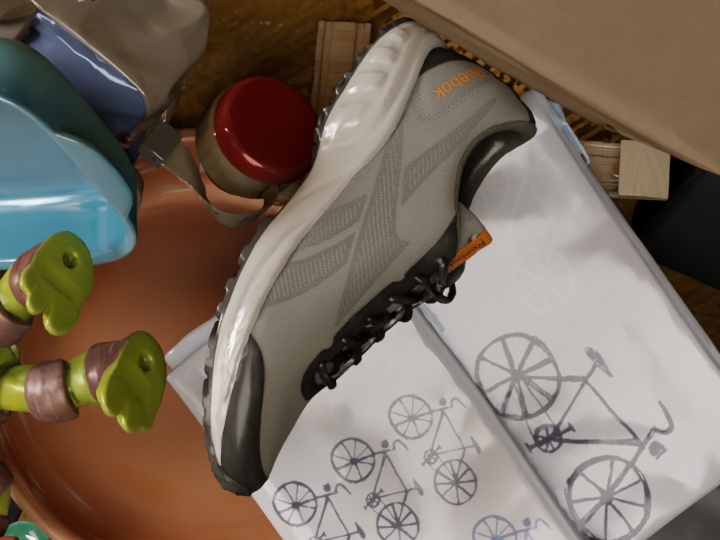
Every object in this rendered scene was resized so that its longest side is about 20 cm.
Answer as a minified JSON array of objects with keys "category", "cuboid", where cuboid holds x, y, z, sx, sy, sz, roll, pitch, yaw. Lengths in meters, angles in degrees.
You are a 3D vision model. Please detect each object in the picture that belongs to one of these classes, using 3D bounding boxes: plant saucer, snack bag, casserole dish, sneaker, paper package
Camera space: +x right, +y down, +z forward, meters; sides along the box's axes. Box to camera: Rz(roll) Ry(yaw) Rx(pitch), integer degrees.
[{"category":"plant saucer","cuboid":[-0.068,0.040,1.075,0.199,0.037,0.202,1,76,-6]},{"category":"snack bag","cuboid":[0.050,0.055,1.031,0.200,0.021,0.189,-35,91,1]},{"category":"casserole dish","cuboid":[-0.172,-0.046,0.964,0.199,0.039,0.121,-2,146,28]},{"category":"sneaker","cuboid":[0.000,0.000,0.980,0.079,0.074,0.201,27,81,11]},{"category":"paper package","cuboid":[0.097,-0.168,0.946,0.190,0.103,0.201,27,92,-22]}]

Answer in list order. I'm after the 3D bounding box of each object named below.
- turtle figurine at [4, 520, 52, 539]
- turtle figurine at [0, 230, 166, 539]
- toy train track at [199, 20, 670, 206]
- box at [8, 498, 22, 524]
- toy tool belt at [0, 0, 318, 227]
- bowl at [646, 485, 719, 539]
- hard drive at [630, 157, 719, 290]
[{"category":"turtle figurine","cuboid":[-0.101,0.174,1.134,0.149,0.200,0.101,16,75,21]},{"category":"turtle figurine","cuboid":[-0.153,0.050,1.001,0.161,0.064,0.201,-17,103,35]},{"category":"toy train track","cuboid":[0.030,-0.047,1.050,0.198,0.033,0.116,3,86,5]},{"category":"box","cuboid":[-0.238,0.117,1.141,0.140,0.079,0.201,23,113,-12]},{"category":"toy tool belt","cuboid":[-0.119,-0.083,1.036,0.200,0.125,0.123,38,145,-8]},{"category":"bowl","cuboid":[0.109,0.188,1.129,0.200,0.090,0.202,9,118,16]},{"category":"hard drive","cuboid":[0.230,-0.012,1.059,0.199,0.033,0.140,22,147,-9]}]
